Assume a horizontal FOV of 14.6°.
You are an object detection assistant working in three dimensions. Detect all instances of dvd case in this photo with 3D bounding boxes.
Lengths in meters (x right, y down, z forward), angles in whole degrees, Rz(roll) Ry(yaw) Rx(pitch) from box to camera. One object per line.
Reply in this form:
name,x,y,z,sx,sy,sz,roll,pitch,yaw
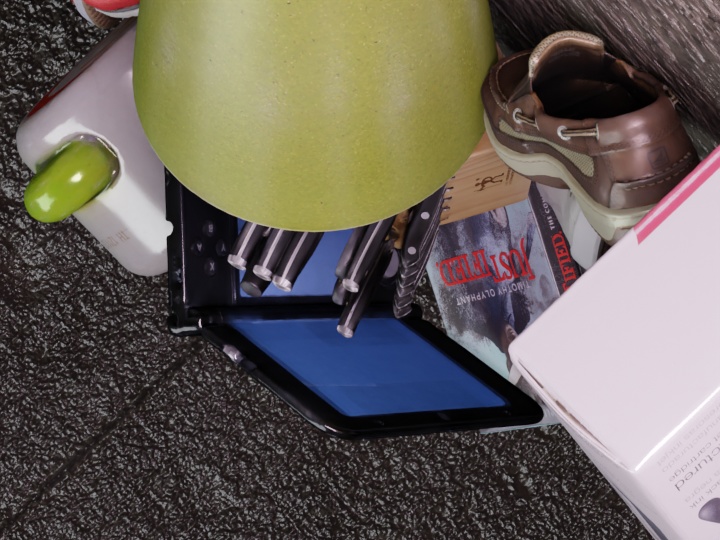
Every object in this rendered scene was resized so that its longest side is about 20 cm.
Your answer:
dvd case,0.076,-0.009,1.582,0.146,0.022,0.201,-14,95,65

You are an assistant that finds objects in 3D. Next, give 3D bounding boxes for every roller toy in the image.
roller toy,-0.104,-0.093,1.725,0.140,0.200,0.182,47,-168,-10

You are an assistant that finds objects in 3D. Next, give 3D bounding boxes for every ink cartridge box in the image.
ink cartridge box,0.165,0.049,1.135,0.085,0.146,0.200,45,178,35

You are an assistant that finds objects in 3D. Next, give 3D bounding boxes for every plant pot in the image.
plant pot,-0.023,-0.149,1.340,0.187,0.187,0.200,47,161,22

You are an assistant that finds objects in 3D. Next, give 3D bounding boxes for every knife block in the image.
knife block,-0.005,-0.069,1.449,0.064,0.175,0.200,100,152,-58

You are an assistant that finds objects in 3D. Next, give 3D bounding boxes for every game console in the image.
game console,0.000,0.000,1.517,0.116,0.176,0.200,-3,178,37

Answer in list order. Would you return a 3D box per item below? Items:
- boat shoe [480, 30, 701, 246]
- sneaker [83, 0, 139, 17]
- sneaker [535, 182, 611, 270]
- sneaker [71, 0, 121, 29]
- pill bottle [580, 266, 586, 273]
boat shoe,0.105,-0.079,1.296,0.202,0.075,0.075,43,155,62
sneaker,-0.108,-0.212,1.574,0.085,0.200,0.077,9,-122,-42
sneaker,0.115,-0.048,1.434,0.085,0.073,0.200,45,180,7
sneaker,-0.196,-0.226,1.669,0.112,0.071,0.200,23,156,22
pill bottle,0.114,-0.016,1.658,0.200,0.110,0.110,46,178,45
